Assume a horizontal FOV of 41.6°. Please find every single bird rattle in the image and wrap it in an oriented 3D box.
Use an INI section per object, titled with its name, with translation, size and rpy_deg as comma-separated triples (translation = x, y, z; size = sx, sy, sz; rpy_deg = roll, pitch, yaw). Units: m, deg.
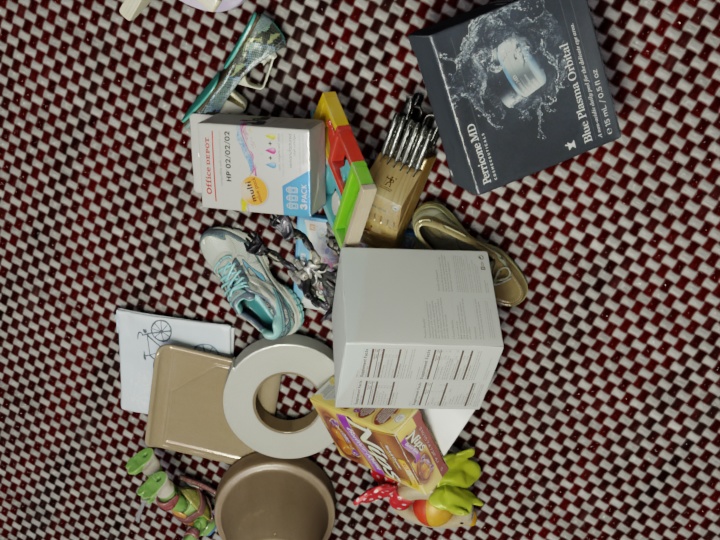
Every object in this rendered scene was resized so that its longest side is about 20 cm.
[bird rattle]
translation = 0.096, 0.352, 1.442
size = 0.197, 0.114, 0.164
rpy_deg = -14, 134, 20

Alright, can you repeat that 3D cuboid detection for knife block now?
[knife block]
translation = 0.062, -0.139, 1.285
size = 0.063, 0.177, 0.201
rpy_deg = 26, 154, 10

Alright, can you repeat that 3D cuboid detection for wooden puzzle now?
[wooden puzzle]
translation = -0.232, 0.213, 1.495
size = 0.196, 0.037, 0.188
rpy_deg = 11, 113, -4

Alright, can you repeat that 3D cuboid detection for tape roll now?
[tape roll]
translation = -0.111, 0.193, 1.447
size = 0.198, 0.037, 0.207
rpy_deg = -1, 114, -2

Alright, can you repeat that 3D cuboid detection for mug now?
[mug]
translation = 0.085, 0.180, 1.363
size = 0.152, 0.149, 0.188
rpy_deg = 34, 109, 8

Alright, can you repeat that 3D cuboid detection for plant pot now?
[plant pot]
translation = -0.133, 0.409, 1.464
size = 0.196, 0.175, 0.204
rpy_deg = -2, 113, -4

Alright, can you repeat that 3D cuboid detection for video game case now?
[video game case]
translation = 0.000, 0.000, 1.379
size = 0.196, 0.018, 0.146
rpy_deg = 10, 114, 11

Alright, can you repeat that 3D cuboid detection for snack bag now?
[snack bag]
translation = -0.297, 0.158, 1.515
size = 0.196, 0.021, 0.192
rpy_deg = 7, 114, 9

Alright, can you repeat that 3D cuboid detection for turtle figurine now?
[turtle figurine]
translation = -0.327, 0.397, 1.535
size = 0.196, 0.145, 0.196
rpy_deg = -13, 130, 13

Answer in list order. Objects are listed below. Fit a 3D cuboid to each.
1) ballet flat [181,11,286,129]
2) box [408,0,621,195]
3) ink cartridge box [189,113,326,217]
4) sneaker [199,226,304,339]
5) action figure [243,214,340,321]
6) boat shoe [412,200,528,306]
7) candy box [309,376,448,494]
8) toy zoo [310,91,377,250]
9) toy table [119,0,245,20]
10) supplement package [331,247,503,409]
[ballet flat]
translation = -0.170, -0.256, 1.300
size = 0.074, 0.074, 0.200
rpy_deg = 41, 118, -4
[box]
translation = 0.186, -0.224, 1.150
size = 0.197, 0.118, 0.200
rpy_deg = -22, 106, -5
[ink cartridge box]
translation = -0.148, -0.142, 1.256
size = 0.196, 0.068, 0.117
rpy_deg = 6, 111, 16
[sneaker]
translation = -0.166, 0.018, 1.385
size = 0.200, 0.086, 0.078
rpy_deg = 45, 117, 5
[action figure]
translation = -0.060, -0.011, 1.330
size = 0.119, 0.103, 0.199
rpy_deg = -43, 122, 17
[boat shoe]
translation = 0.150, -0.012, 1.301
size = 0.200, 0.063, 0.073
rpy_deg = 43, 113, -14
[candy box]
translation = 0.024, 0.231, 1.345
size = 0.198, 0.056, 0.118
rpy_deg = 10, 135, 50
[toy zoo]
translation = -0.033, -0.140, 1.255
size = 0.020, 0.202, 0.132
rpy_deg = -8, 147, -21
[toy table]
translation = -0.241, -0.412, 1.227
size = 0.198, 0.117, 0.186
rpy_deg = 29, 116, 1
[supplement package]
translation = 0.067, 0.077, 1.241
size = 0.196, 0.154, 0.152
rpy_deg = 2, 141, -7
